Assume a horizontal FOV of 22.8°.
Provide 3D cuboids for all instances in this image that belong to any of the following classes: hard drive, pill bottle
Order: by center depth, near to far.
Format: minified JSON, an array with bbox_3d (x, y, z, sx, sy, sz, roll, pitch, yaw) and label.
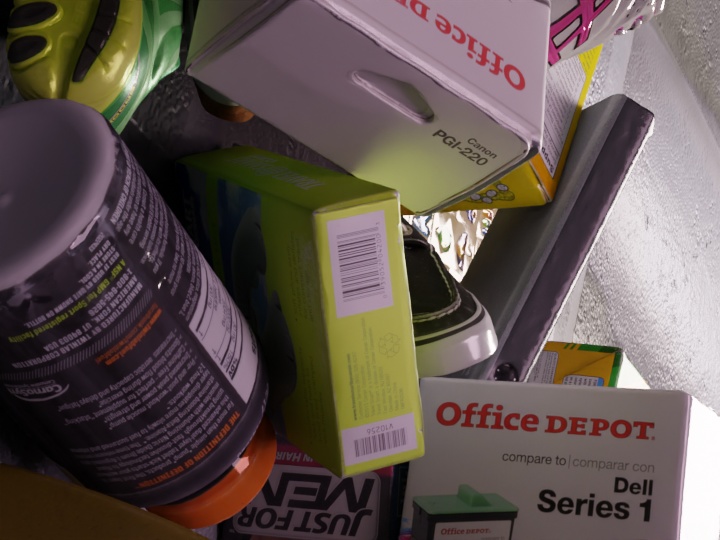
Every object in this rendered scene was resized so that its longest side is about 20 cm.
[{"bbox_3d":[-0.105,0.030,0.756,0.200,0.106,0.106,60,41,-44],"label":"pill bottle"},{"bbox_3d":[0.099,-0.003,1.069,0.033,0.140,0.200,30,78,-10],"label":"hard drive"}]

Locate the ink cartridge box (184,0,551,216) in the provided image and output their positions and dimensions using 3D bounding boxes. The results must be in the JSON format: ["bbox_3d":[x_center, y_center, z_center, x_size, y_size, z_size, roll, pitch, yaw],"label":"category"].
[{"bbox_3d":[0.012,-0.147,0.812,0.145,0.085,0.201,30,49,-29],"label":"ink cartridge box"}]

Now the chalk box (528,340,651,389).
[{"bbox_3d":[0.135,0.139,1.185,0.200,0.123,0.125,43,56,-54],"label":"chalk box"}]

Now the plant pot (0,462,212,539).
[{"bbox_3d":[-0.086,0.218,0.721,0.200,0.176,0.200,-64,143,-37],"label":"plant pot"}]

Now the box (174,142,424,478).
[{"bbox_3d":[-0.036,0.010,0.843,0.047,0.200,0.122,-12,105,-22],"label":"box"}]

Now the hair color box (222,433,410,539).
[{"bbox_3d":[-0.018,0.165,0.928,0.060,0.100,0.201,11,81,-63],"label":"hair color box"}]

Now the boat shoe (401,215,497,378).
[{"bbox_3d":[0.000,0.000,0.894,0.071,0.200,0.064,-21,113,-21],"label":"boat shoe"}]

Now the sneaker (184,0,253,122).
[{"bbox_3d":[-0.057,-0.165,0.908,0.085,0.073,0.201,104,-2,-58],"label":"sneaker"}]

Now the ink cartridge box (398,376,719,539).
[{"bbox_3d":[0.095,0.158,0.878,0.084,0.144,0.201,33,62,-61],"label":"ink cartridge box"}]

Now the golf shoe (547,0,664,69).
[{"bbox_3d":[0.109,-0.137,0.903,0.092,0.200,0.073,28,29,-20],"label":"golf shoe"}]

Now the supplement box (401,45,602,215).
[{"bbox_3d":[0.072,-0.143,1.072,0.109,0.109,0.200,60,38,-38],"label":"supplement box"}]

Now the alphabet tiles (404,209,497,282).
[{"bbox_3d":[0.044,-0.028,1.142,0.200,0.006,0.167,33,62,-58],"label":"alphabet tiles"}]

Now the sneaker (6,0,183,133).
[{"bbox_3d":[-0.111,-0.134,0.800,0.084,0.074,0.200,97,8,-55],"label":"sneaker"}]
